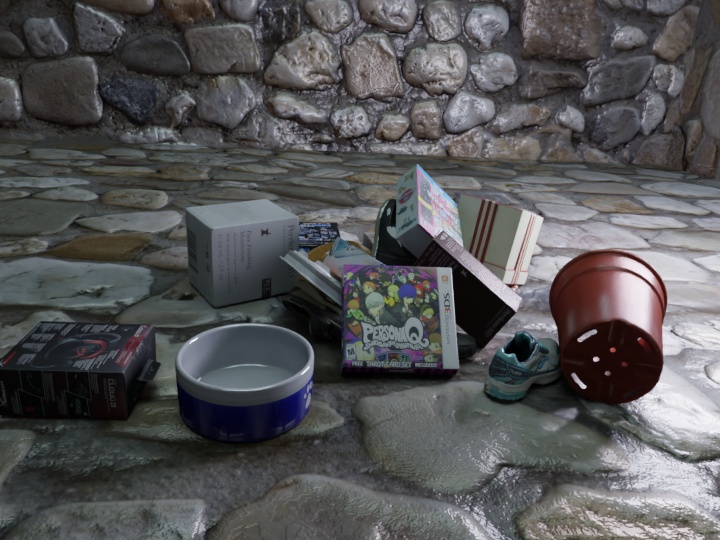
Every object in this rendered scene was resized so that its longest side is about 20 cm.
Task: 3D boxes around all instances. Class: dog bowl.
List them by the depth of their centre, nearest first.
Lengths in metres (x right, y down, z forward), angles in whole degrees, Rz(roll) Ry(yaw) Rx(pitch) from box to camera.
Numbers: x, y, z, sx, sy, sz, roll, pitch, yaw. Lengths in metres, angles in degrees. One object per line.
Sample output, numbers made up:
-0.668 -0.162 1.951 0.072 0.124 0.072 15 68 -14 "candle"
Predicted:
-0.166 0.155 0.848 0.194 0.081 0.201 3 20 -1 "dog bowl"

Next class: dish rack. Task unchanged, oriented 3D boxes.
-0.063 0.022 1.105 0.171 0.044 0.200 40 -4 -24 "dish rack"

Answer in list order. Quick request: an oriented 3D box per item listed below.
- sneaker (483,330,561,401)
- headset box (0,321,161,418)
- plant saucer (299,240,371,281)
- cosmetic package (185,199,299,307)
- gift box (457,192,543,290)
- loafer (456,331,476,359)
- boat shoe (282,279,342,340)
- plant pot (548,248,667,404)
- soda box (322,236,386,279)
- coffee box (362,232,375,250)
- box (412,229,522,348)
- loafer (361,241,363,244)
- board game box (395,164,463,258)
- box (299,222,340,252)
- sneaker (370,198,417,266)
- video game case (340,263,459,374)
0.278 0.140 0.953 0.076 0.089 0.198 20 26 37 "sneaker"
-0.396 0.141 0.852 0.194 0.077 0.149 2 21 -4 "headset box"
-0.063 -0.021 1.318 0.195 0.036 0.201 -12 26 6 "plant saucer"
-0.250 -0.044 1.240 0.196 0.169 0.164 -11 25 -32 "cosmetic package"
0.289 -0.062 1.341 0.182 0.192 0.198 22 12 37 "gift box"
0.109 0.108 1.031 0.194 0.074 0.073 8 19 10 "loafer"
-0.067 0.093 1.060 0.066 0.073 0.199 -40 54 -19 "boat shoe"
0.406 0.098 0.960 0.195 0.206 0.196 10 29 17 "plant pot"
0.000 0.000 1.138 0.063 0.069 0.199 31 1 -32 "soda box"
0.081 -0.025 1.368 0.110 0.082 0.200 -3 21 -15 "coffee box"
0.189 0.033 1.081 0.199 0.101 0.075 40 29 7 "box"
0.083 -0.071 1.510 0.195 0.069 0.076 -6 22 -25 "loafer"
0.143 -0.102 1.210 0.147 0.064 0.203 39 33 -28 "board game box"
-0.148 -0.077 1.516 0.194 0.051 0.199 0 20 -7 "box"
0.086 -0.061 1.223 0.104 0.205 0.075 -1 -28 25 "sneaker"
0.064 0.081 0.989 0.194 0.036 0.186 2 64 -5 "video game case"
